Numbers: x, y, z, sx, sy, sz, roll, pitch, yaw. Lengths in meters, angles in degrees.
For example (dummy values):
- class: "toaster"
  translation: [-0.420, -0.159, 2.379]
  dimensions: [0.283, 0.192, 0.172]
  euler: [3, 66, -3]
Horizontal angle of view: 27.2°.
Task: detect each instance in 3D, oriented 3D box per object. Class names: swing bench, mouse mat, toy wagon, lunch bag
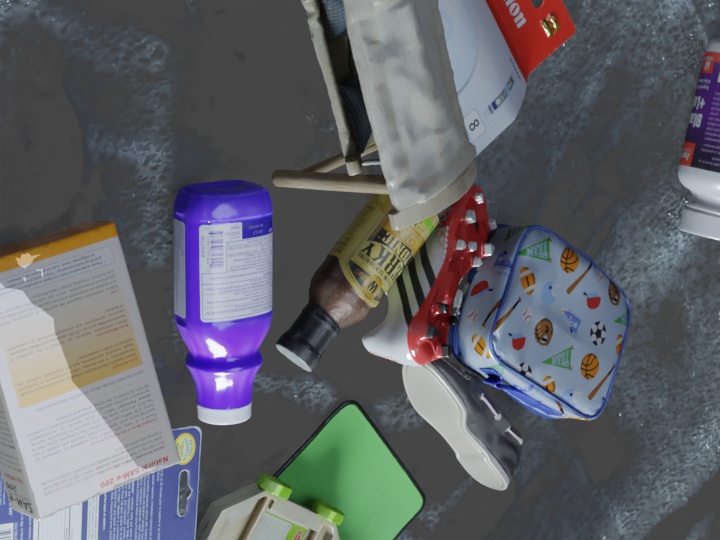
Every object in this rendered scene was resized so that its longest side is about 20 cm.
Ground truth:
- class: "swing bench"
  translation: [0.004, -0.163, 1.200]
  dimensions: [0.129, 0.200, 0.200]
  euler: [-26, 116, -27]
- class: "mouse mat"
  translation: [-0.037, 0.238, 1.397]
  dimensions: [0.200, 0.008, 0.161]
  euler: [-45, 123, -18]
- class: "toy wagon"
  translation: [-0.073, 0.279, 1.356]
  dimensions: [0.200, 0.039, 0.156]
  euler: [32, 84, -37]
- class: "lunch bag"
  translation: [0.172, 0.054, 1.440]
  dimensions: [0.200, 0.075, 0.161]
  euler: [32, 71, -36]

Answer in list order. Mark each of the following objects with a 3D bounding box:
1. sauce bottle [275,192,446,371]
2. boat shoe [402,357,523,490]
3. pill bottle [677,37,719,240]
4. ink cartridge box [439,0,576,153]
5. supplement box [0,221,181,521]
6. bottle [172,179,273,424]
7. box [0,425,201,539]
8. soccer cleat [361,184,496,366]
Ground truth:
- class: "sauce bottle"
  translation: [0.000, 0.000, 1.326]
  dimensions: [0.065, 0.065, 0.200]
  euler: [44, 76, -35]
- class: "boat shoe"
  translation: [0.101, 0.132, 1.437]
  dimensions: [0.057, 0.067, 0.200]
  euler: [-57, 132, -29]
- class: "pill bottle"
  translation: [0.392, -0.131, 1.540]
  dimensions: [0.111, 0.111, 0.201]
  euler: [8, 97, -36]
- class: "ink cartridge box"
  translation: [0.115, -0.218, 1.359]
  dimensions: [0.200, 0.047, 0.161]
  euler: [-43, 122, -17]
- class: "supplement box"
  translation: [-0.231, 0.074, 1.153]
  dimensions: [0.125, 0.073, 0.201]
  euler: [-19, 100, -30]
- class: "bottle"
  translation: [-0.115, 0.027, 1.250]
  dimensions: [0.083, 0.065, 0.202]
  euler: [-9, 107, -33]
- class: "box"
  translation: [-0.228, 0.192, 1.232]
  dimensions: [0.199, 0.032, 0.122]
  euler: [-3, 104, -33]
- class: "soccer cleat"
  translation: [0.063, 0.000, 1.371]
  dimensions: [0.069, 0.085, 0.201]
  euler: [55, 46, -44]
